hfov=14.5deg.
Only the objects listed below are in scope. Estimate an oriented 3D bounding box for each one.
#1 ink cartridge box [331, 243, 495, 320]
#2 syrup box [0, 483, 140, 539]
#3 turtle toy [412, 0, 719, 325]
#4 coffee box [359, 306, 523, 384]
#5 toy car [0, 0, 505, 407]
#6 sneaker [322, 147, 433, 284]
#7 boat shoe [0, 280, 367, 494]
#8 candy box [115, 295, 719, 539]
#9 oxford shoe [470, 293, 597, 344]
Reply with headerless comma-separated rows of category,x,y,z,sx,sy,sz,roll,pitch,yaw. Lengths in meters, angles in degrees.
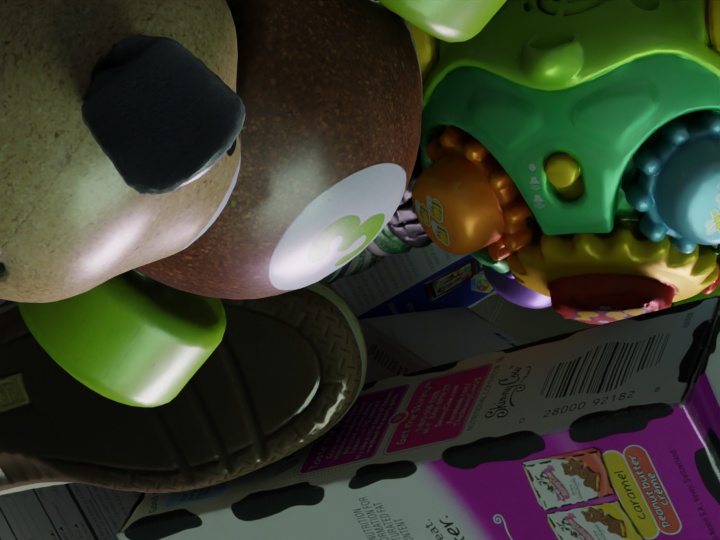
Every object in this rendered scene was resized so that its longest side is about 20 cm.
ink cartridge box,0.000,0.000,1.005,0.200,0.037,0.095,-33,155,-2
syrup box,-0.137,0.117,1.014,0.200,0.081,0.079,-5,142,-44
turtle toy,0.087,-0.029,0.886,0.146,0.101,0.200,-2,165,22
coffee box,0.020,0.128,1.008,0.080,0.114,0.200,-6,125,-58
toy car,-0.055,-0.031,0.673,0.158,0.200,0.164,35,109,-15
sneaker,-0.038,-0.032,0.864,0.085,0.078,0.200,-33,153,10
boat shoe,-0.082,0.033,0.905,0.200,0.072,0.076,-8,-176,24
candy box,0.044,0.098,0.882,0.200,0.136,0.061,-15,-154,28
oxford shoe,0.053,0.037,1.101,0.200,0.058,0.075,-11,152,-29
